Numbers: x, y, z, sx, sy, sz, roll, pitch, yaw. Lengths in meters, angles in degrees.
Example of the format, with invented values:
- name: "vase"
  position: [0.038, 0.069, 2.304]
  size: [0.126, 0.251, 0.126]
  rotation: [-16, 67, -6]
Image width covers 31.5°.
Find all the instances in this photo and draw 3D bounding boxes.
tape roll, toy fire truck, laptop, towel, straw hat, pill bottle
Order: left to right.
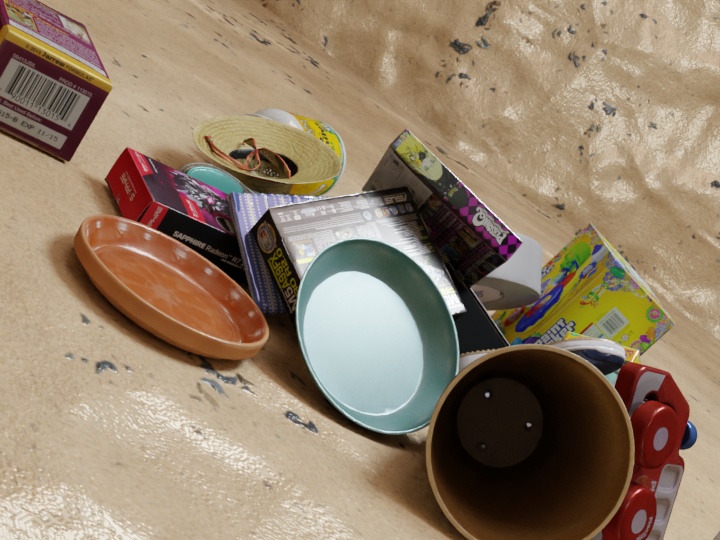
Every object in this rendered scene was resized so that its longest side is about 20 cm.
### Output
- name: "straw hat"
  position: [-0.128, -0.118, 1.606]
  size: [0.198, 0.086, 0.202]
  rotation: [14, 25, -7]
- name: "pill bottle"
  position: [-0.108, -0.165, 1.780]
  size: [0.112, 0.113, 0.199]
  rotation: [39, 14, 21]
- name: "towel"
  position: [-0.045, -0.016, 1.371]
  size: [0.198, 0.024, 0.146]
  rotation: [2, 60, -35]
- name: "laptop"
  position: [0.111, 0.100, 1.499]
  size: [0.188, 0.115, 0.200]
  rotation: [56, -12, 7]
- name: "tape roll"
  position: [0.139, -0.001, 1.674]
  size: [0.197, 0.067, 0.200]
  rotation: [4, -15, 1]
- name: "toy fire truck"
  position: [0.282, 0.199, 1.319]
  size: [0.167, 0.203, 0.111]
  rotation: [15, 1, -45]

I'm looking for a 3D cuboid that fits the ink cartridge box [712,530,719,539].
- name: "ink cartridge box"
  position: [0.505, 0.370, 1.485]
  size: [0.199, 0.086, 0.147]
  rotation: [40, 14, 14]

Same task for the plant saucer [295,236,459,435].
- name: "plant saucer"
  position: [0.011, 0.067, 1.259]
  size: [0.198, 0.036, 0.203]
  rotation: [17, 61, -32]

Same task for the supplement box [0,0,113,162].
- name: "supplement box"
  position: [-0.363, -0.224, 1.391]
  size: [0.130, 0.104, 0.200]
  rotation: [26, 17, -31]

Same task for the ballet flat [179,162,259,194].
- name: "ballet flat"
  position: [-0.151, -0.072, 1.506]
  size: [0.199, 0.068, 0.063]
  rotation: [24, -11, -41]

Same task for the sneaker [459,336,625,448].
- name: "sneaker"
  position: [0.196, 0.138, 1.375]
  size: [0.070, 0.197, 0.110]
  rotation: [90, -7, -63]

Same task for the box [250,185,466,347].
- name: "box"
  position: [0.000, 0.000, 1.347]
  size: [0.198, 0.044, 0.162]
  rotation: [-12, 70, -40]

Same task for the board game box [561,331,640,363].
- name: "board game box"
  position: [0.304, 0.165, 1.554]
  size: [0.095, 0.030, 0.201]
  rotation: [15, -40, 35]

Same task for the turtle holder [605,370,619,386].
- name: "turtle holder"
  position: [0.273, 0.178, 1.461]
  size: [0.140, 0.133, 0.186]
  rotation: [27, -2, 0]

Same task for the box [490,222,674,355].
- name: "box"
  position: [0.289, 0.068, 1.708]
  size: [0.122, 0.200, 0.193]
  rotation: [44, 11, -11]

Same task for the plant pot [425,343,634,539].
- name: "plant pot"
  position: [0.146, 0.159, 1.212]
  size: [0.185, 0.188, 0.200]
  rotation: [34, -1, -1]

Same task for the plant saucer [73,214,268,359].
- name: "plant saucer"
  position: [-0.175, 0.019, 1.171]
  size: [0.199, 0.033, 0.201]
  rotation: [33, 13, -8]

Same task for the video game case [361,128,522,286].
- name: "video game case"
  position: [0.088, -0.064, 1.472]
  size: [0.181, 0.036, 0.200]
  rotation: [45, -14, 1]

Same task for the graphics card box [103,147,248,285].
- name: "graphics card box"
  position: [-0.170, -0.051, 1.377]
  size: [0.199, 0.051, 0.126]
  rotation: [26, 17, -35]
